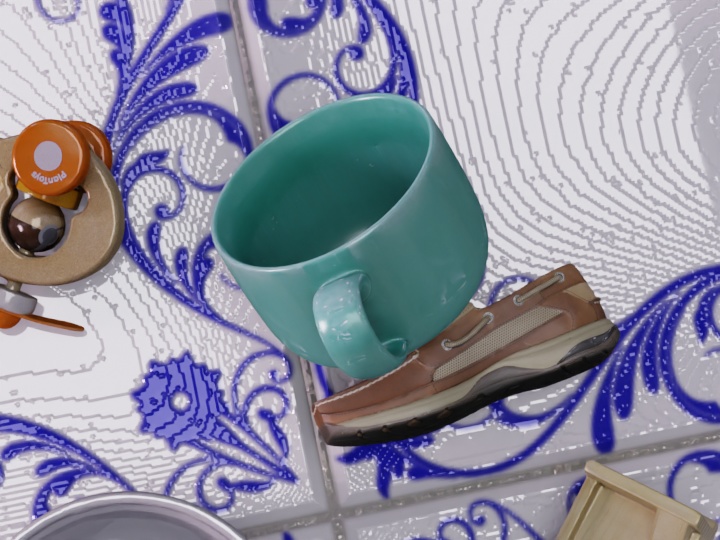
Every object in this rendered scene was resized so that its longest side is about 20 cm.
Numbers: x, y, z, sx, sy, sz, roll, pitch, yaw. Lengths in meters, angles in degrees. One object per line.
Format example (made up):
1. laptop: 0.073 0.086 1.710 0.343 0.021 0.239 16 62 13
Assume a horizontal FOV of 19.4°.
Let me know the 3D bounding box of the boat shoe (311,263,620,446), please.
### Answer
1. boat shoe: 0.061 0.052 1.319 0.199 0.076 0.074 -19 78 -13

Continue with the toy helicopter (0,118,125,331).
1. toy helicopter: -0.245 -0.021 1.311 0.199 0.079 0.133 -6 93 6

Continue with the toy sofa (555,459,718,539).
1. toy sofa: 0.142 0.227 1.305 0.083 0.098 0.201 25 82 24

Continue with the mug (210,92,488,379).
1. mug: -0.006 -0.004 1.269 0.185 0.152 0.115 -58 133 -32

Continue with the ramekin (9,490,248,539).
1. ramekin: -0.138 0.233 1.263 0.199 0.105 0.201 0 84 -4
